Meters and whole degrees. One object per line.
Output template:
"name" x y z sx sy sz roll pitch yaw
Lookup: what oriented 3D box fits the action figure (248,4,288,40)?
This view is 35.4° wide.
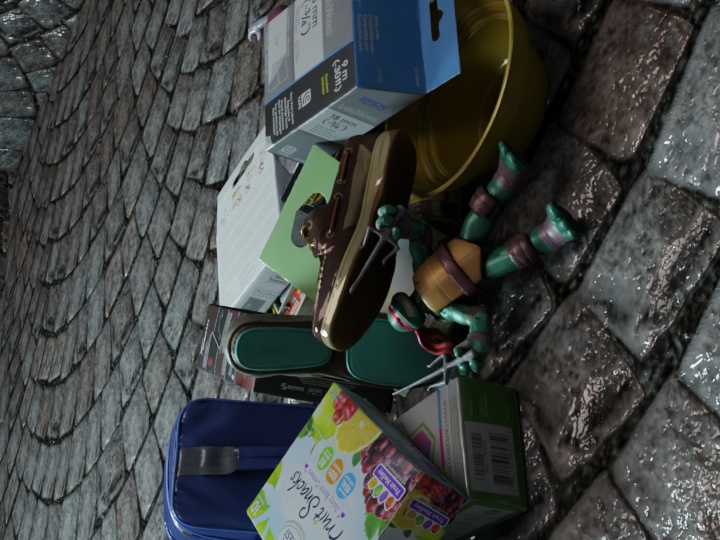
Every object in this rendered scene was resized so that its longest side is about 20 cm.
"action figure" -0.038 -0.262 1.289 0.149 0.134 0.200 -29 22 27

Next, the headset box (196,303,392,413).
"headset box" -0.063 0.088 1.144 0.200 0.148 0.075 6 85 64

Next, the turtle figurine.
"turtle figurine" 0.075 -0.001 0.916 0.200 0.150 0.101 -43 -5 15

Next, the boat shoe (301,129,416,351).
"boat shoe" -0.012 -0.029 0.949 0.072 0.072 0.200 5 70 27

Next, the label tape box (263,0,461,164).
"label tape box" -0.006 -0.202 1.024 0.200 0.063 0.144 -28 56 43

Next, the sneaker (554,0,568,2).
"sneaker" 0.162 -0.321 0.973 0.085 0.073 0.200 -51 34 46

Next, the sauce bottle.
"sauce bottle" 0.063 -0.116 1.089 0.065 0.065 0.200 -44 38 48

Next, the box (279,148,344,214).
"box" -0.023 -0.152 1.195 0.159 0.046 0.200 -62 5 13

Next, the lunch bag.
"lunch bag" -0.091 0.204 1.101 0.132 0.200 0.136 117 155 -66

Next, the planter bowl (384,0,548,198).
"planter bowl" 0.106 -0.150 0.992 0.200 0.083 0.201 -39 44 51

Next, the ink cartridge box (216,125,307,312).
"ink cartridge box" -0.117 -0.057 1.333 0.160 0.047 0.200 -49 36 40

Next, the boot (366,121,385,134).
"boot" 0.035 -0.047 1.132 0.131 0.068 0.200 31 105 50

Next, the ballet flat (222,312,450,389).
"ballet flat" -0.022 0.064 0.995 0.064 0.200 0.067 -140 55 -77

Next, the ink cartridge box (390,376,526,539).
"ink cartridge box" 0.056 0.178 0.959 0.200 0.059 0.104 -42 42 49

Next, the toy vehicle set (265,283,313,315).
"toy vehicle set" -0.077 0.014 1.302 0.200 0.026 0.124 -64 31 21

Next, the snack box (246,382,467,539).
"snack box" -0.011 0.191 0.916 0.142 0.053 0.200 -57 25 1

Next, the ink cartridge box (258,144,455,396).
"ink cartridge box" 0.000 0.000 1.033 0.146 0.200 0.048 -61 -11 30
